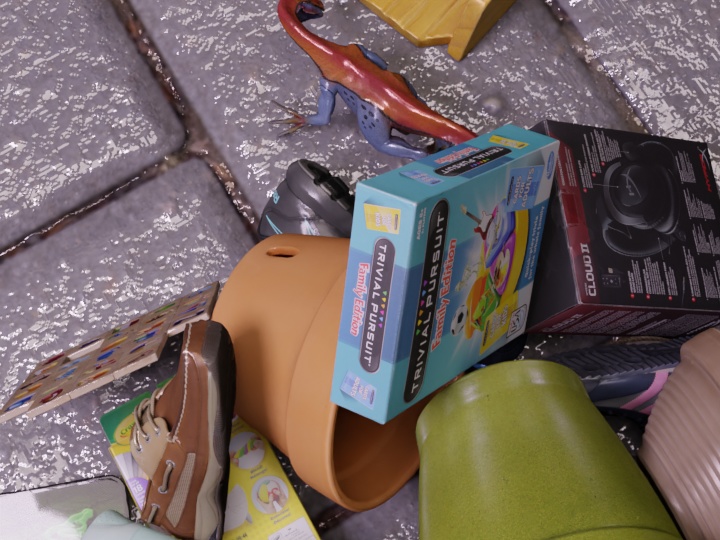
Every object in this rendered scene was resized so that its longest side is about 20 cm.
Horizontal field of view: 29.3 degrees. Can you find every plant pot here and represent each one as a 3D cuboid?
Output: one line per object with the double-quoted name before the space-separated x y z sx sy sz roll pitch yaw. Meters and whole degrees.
"plant pot" 0.253 0.150 0.947 0.092 0.201 0.203 -29 74 2
"plant pot" 0.120 0.174 0.939 0.197 0.202 0.195 -11 52 -4
"plant pot" -0.021 0.059 1.027 0.139 0.200 0.202 20 71 29

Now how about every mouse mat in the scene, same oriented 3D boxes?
"mouse mat" -0.269 0.253 1.060 0.197 0.008 0.163 -9 78 -3

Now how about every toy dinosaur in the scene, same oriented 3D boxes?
"toy dinosaur" 0.010 -0.164 1.140 0.182 0.199 0.105 49 58 -18

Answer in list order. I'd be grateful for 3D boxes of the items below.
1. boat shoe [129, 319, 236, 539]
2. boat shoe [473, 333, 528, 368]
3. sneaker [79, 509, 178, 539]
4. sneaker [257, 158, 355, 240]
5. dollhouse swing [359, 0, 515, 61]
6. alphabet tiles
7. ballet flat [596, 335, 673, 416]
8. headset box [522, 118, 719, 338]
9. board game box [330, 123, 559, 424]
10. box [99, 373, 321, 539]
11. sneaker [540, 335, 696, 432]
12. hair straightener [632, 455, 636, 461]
"boat shoe" -0.128 0.121 0.970 0.073 0.202 0.076 6 39 -2
"boat shoe" 0.120 -0.019 1.118 0.083 0.069 0.203 1 62 -9
"sneaker" -0.184 0.279 1.024 0.117 0.073 0.203 25 100 31
"sneaker" 0.000 0.000 1.132 0.200 0.075 0.079 45 106 6
"dollhouse swing" 0.065 -0.330 1.175 0.199 0.176 0.182 40 75 11
"alphabet tiles" -0.185 0.061 1.028 0.165 0.200 0.008 -24 100 2
"ballet flat" 0.172 0.094 1.106 0.197 0.046 0.068 -16 105 -7
"headset box" 0.195 -0.029 1.083 0.198 0.077 0.151 2 69 -32
"board game box" 0.061 -0.003 0.935 0.046 0.199 0.153 20 116 28
"box" -0.113 0.177 1.075 0.116 0.048 0.202 -27 77 -9
"sneaker" 0.221 0.100 1.057 0.197 0.070 0.083 -3 105 -13
"hair straightener" 0.264 0.155 1.087 0.197 0.041 0.078 5 72 1
